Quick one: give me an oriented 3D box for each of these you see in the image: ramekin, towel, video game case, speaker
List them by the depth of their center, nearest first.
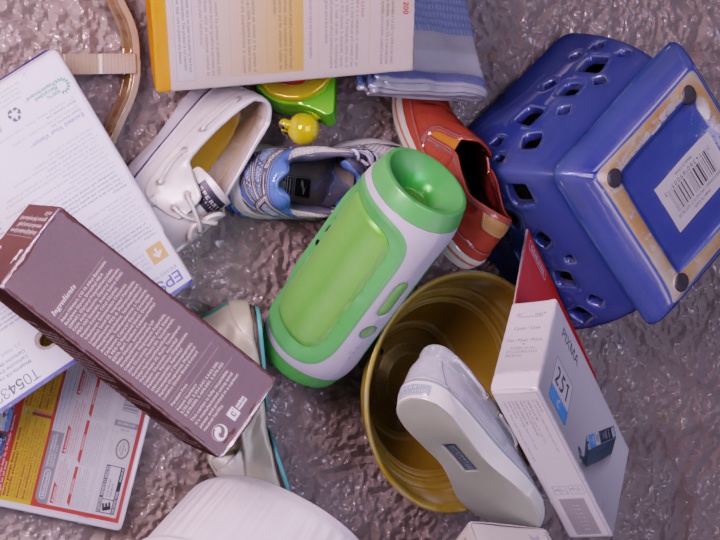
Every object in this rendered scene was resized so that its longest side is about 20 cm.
[{"bbox_3d":[-0.250,0.106,1.441,0.199,0.017,0.144,18,83,-34],"label":"video game case"},{"bbox_3d":[-0.073,0.241,1.471,0.203,0.202,0.094,50,56,-26],"label":"ramekin"},{"bbox_3d":[0.000,0.000,1.502,0.088,0.089,0.200,10,131,-34],"label":"speaker"},{"bbox_3d":[0.036,-0.233,1.565,0.146,0.024,0.201,1,74,-44],"label":"towel"}]

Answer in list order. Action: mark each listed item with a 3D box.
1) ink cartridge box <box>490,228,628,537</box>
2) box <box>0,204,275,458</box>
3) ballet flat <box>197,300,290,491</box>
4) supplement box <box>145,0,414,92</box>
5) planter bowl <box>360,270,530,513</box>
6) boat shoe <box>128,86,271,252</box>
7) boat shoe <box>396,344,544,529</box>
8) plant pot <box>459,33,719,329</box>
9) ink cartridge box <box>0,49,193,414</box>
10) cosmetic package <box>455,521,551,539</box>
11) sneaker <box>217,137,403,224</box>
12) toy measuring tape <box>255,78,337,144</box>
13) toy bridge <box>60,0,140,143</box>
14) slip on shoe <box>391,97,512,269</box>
[{"bbox_3d":[0.173,0.093,1.596,0.200,0.044,0.177,60,34,-40],"label":"ink cartridge box"},{"bbox_3d":[-0.166,0.041,1.349,0.200,0.100,0.075,39,79,-20],"label":"box"},{"bbox_3d":[-0.097,0.123,1.527,0.069,0.069,0.201,-15,100,-33],"label":"ballet flat"},{"bbox_3d":[-0.060,-0.210,1.430,0.199,0.074,0.127,-5,134,-7],"label":"supplement box"},{"bbox_3d":[0.062,0.096,1.612,0.199,0.083,0.202,-5,98,-35],"label":"planter bowl"},{"bbox_3d":[-0.134,-0.059,1.470,0.200,0.070,0.071,-56,136,-20],"label":"boat shoe"},{"bbox_3d":[0.099,0.134,1.547,0.201,0.070,0.072,52,47,-38],"label":"boat shoe"},{"bbox_3d":[0.220,-0.075,1.653,0.200,0.179,0.200,-46,115,-23],"label":"plant pot"},{"bbox_3d":[-0.252,-0.024,1.385,0.196,0.043,0.201,-34,106,-17],"label":"ink cartridge box"},{"bbox_3d":[0.088,0.310,1.575,0.087,0.104,0.200,11,125,-34],"label":"cosmetic package"},{"bbox_3d":[-0.012,-0.067,1.550,0.199,0.085,0.078,-6,97,-36],"label":"sneaker"},{"bbox_3d":[-0.052,-0.195,1.537,0.073,0.073,0.201,13,70,-34],"label":"toy measuring tape"},{"bbox_3d":[-0.200,-0.155,1.451,0.067,0.027,0.201,-6,98,-35],"label":"toy bridge"},{"bbox_3d":[0.077,-0.094,1.574,0.074,0.061,0.201,24,39,-42],"label":"slip on shoe"}]
